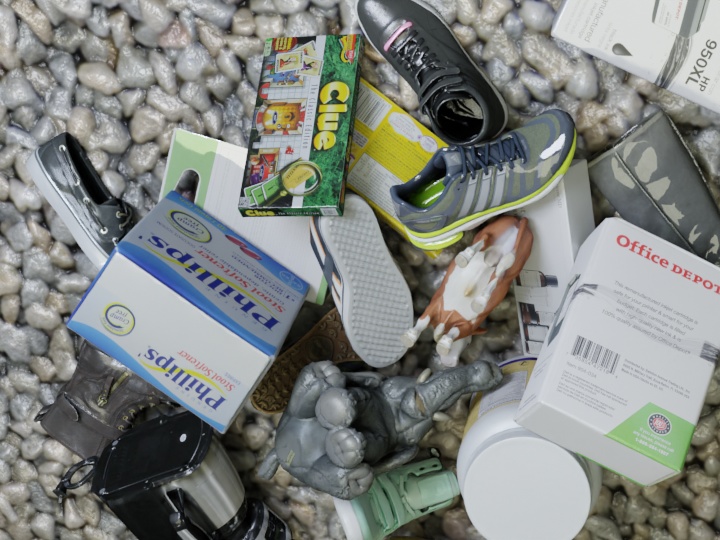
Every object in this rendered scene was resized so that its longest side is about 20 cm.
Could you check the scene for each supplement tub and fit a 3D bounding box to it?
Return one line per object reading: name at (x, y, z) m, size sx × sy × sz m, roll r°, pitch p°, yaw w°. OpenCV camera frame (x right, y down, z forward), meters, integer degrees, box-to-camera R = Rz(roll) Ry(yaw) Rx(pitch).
supplement tub at (0.174, 0.184, 1.312) m, size 0.144 × 0.200 × 0.147 m, roll 3°, pitch 108°, yaw 9°

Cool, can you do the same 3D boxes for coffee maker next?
coffee maker at (-0.197, 0.268, 1.430) m, size 0.190 × 0.135 × 0.201 m, roll -5°, pitch 127°, yaw 35°

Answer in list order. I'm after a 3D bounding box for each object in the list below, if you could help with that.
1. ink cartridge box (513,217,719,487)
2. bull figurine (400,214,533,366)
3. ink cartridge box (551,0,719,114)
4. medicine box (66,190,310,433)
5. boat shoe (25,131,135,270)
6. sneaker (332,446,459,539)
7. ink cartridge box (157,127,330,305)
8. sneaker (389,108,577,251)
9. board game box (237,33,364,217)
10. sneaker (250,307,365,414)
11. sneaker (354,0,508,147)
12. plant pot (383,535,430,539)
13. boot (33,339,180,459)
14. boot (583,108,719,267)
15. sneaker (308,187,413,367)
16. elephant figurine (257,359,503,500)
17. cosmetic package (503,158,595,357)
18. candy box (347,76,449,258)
ink cartridge box at (0.250, 0.075, 1.201) m, size 0.144 × 0.084 × 0.201 m, roll 26°, pitch 67°, yaw -1°
bull figurine at (0.106, 0.029, 1.302) m, size 0.065 × 0.121 × 0.201 m, roll 34°, pitch 126°, yaw 11°
ink cartridge box at (0.299, -0.251, 1.217) m, size 0.198 × 0.084 × 0.146 m, roll 25°, pitch 110°, yaw 2°
medicine box at (-0.163, 0.035, 1.277) m, size 0.181 × 0.200 × 0.103 m, roll 35°, pitch 110°, yaw -5°
boat shoe at (-0.280, -0.059, 1.393) m, size 0.056 × 0.069 × 0.201 m, roll -37°, pitch 95°, yaw 18°
sneaker at (0.041, 0.235, 1.360) m, size 0.117 × 0.200 × 0.075 m, roll -19°, pitch 88°, yaw 11°
ink cartridge box at (-0.112, -0.062, 1.369) m, size 0.198 × 0.048 × 0.147 m, roll 17°, pitch 110°, yaw 4°
sneaker at (0.116, -0.092, 1.233) m, size 0.199 × 0.081 × 0.074 m, roll -34°, pitch 55°, yaw 13°
board game box at (-0.057, -0.145, 1.276) m, size 0.103 × 0.024 × 0.202 m, roll 0°, pitch 64°, yaw 12°
sneaker at (-0.037, 0.089, 1.393) m, size 0.199 × 0.090 × 0.067 m, roll -33°, pitch 86°, yaw -12°
sneaker at (0.067, -0.201, 1.267) m, size 0.200 × 0.099 × 0.071 m, roll 45°, pitch 110°, yaw -5°
plant pot at (0.060, 0.404, 1.415) m, size 0.198 × 0.201 × 0.191 m, roll 15°, pitch 94°, yaw 5°
boot at (-0.260, 0.158, 1.464) m, size 0.199 × 0.069 × 0.175 m, roll 29°, pitch 115°, yaw 5°
boot at (0.289, -0.032, 1.294) m, size 0.182 × 0.073 × 0.200 m, roll -42°, pitch 103°, yaw 5°
sneaker at (0.000, 0.000, 1.320) m, size 0.078 × 0.079 × 0.202 m, roll -21°, pitch 119°, yaw -12°
elephant figurine at (0.022, 0.152, 1.305) m, size 0.154 × 0.199 × 0.143 m, roll 25°, pitch 116°, yaw 40°
cosmetic package at (0.197, -0.010, 1.311) m, size 0.082 × 0.050 × 0.202 m, roll 3°, pitch 110°, yaw 41°
candy box at (0.027, -0.112, 1.318) m, size 0.199 × 0.026 × 0.103 m, roll 38°, pitch 81°, yaw -2°
